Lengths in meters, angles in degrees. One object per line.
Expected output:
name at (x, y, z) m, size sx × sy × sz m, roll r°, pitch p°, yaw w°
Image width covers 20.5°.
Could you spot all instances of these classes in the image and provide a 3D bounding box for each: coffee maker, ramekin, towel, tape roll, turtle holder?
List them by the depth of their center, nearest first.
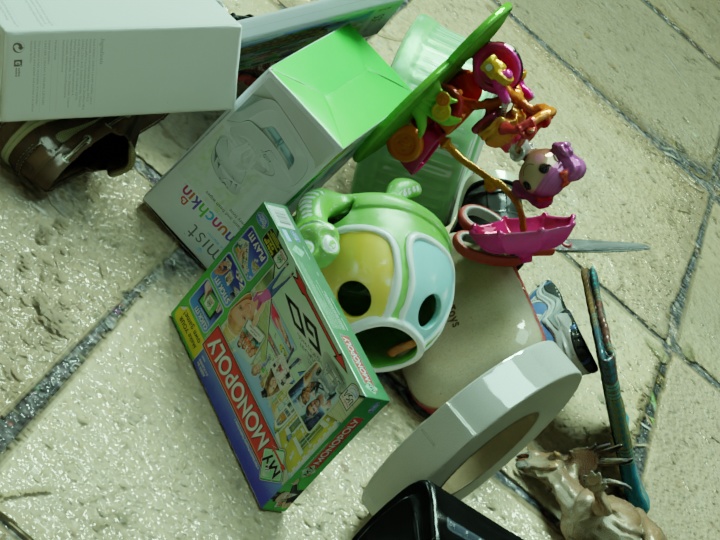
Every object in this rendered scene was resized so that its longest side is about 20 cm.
coffee maker at (0.086, 0.252, 1.499) m, size 0.200 × 0.135 × 0.192 m, roll 32°, pitch 8°, yaw -22°
tape roll at (0.088, 0.133, 1.571) m, size 0.037 × 0.203 × 0.203 m, roll 50°, pitch 27°, yaw 15°
turtle holder at (0.011, 0.001, 1.693) m, size 0.141 × 0.186 × 0.132 m, roll -4°, pitch 56°, yaw -1°
towel at (0.239, 0.114, 1.869) m, size 0.147 × 0.022 × 0.200 m, roll -95°, pitch 172°, yaw -53°
ramekin at (0.069, -0.138, 1.927) m, size 0.098 × 0.200 × 0.200 m, roll 20°, pitch 26°, yaw 5°

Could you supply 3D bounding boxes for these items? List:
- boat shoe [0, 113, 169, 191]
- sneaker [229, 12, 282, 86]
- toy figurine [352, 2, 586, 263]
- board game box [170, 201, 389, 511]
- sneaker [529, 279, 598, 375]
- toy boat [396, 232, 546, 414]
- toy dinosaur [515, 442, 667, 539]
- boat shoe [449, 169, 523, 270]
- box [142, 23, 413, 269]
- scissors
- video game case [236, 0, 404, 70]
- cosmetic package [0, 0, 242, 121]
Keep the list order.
boat shoe at (-0.216, -0.108, 1.667) m, size 0.075 × 0.075 × 0.202 m, roll 47°, pitch 39°, yaw 12°
sneaker at (-0.096, -0.221, 1.967) m, size 0.200 × 0.098 × 0.071 m, roll 29°, pitch 31°, yaw -22°
toy figurine at (0.125, -0.102, 1.743) m, size 0.184 × 0.200 × 0.150 m, roll 46°, pitch 27°, yaw 1°
board game box at (-0.066, 0.065, 1.537) m, size 0.029 × 0.135 × 0.200 m, roll 13°, pitch 38°, yaw -45°
sneaker at (0.172, 0.064, 1.929) m, size 0.076 × 0.077 × 0.200 m, roll 62°, pitch 4°, yaw -10°
toy boat at (0.101, 0.063, 1.816) m, size 0.131 × 0.130 × 0.200 m, roll 60°, pitch 9°, yaw -46°
toy dinosaur at (0.226, 0.226, 1.760) m, size 0.200 × 0.086 × 0.136 m, roll 49°, pitch 20°, yaw 1°
boat shoe at (0.124, -0.022, 1.925) m, size 0.073 × 0.201 × 0.063 m, roll -3°, pitch 64°, yaw -1°
box at (-0.070, -0.110, 1.744) m, size 0.097 × 0.176 × 0.200 m, roll 47°, pitch 26°, yaw 0°
scissors at (0.176, -0.018, 1.811) m, size 0.200 × 0.014 × 0.073 m, roll 13°, pitch 38°, yaw -15°
video game case at (-0.068, -0.217, 1.836) m, size 0.182 × 0.200 × 0.022 m, roll 158°, pitch -83°, yaw -82°
cosmetic package at (-0.207, -0.180, 1.618) m, size 0.200 × 0.081 × 0.113 m, roll -3°, pitch 28°, yaw -23°
